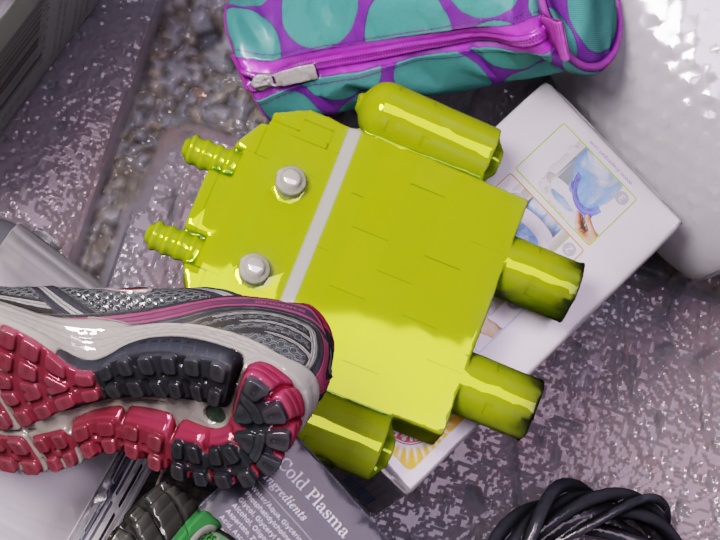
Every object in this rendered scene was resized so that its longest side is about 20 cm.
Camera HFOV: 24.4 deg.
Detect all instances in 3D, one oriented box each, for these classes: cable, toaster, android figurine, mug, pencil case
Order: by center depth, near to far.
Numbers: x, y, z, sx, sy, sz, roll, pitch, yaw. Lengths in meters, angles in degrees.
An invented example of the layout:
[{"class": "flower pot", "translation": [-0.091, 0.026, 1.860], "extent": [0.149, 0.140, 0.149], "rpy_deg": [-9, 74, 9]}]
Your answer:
[{"class": "android figurine", "translation": [0.000, 0.000, 0.779], "extent": [0.199, 0.041, 0.183], "rpy_deg": [24, 74, -1]}, {"class": "toaster", "translation": [-0.170, 0.085, 0.801], "extent": [0.129, 0.114, 0.201], "rpy_deg": [31, 72, -6]}, {"class": "pencil case", "translation": [0.029, -0.124, 0.850], "extent": [0.093, 0.199, 0.086], "rpy_deg": [-53, 127, -47]}, {"class": "cable", "translation": [0.114, 0.205, 0.864], "extent": [0.163, 0.051, 0.200], "rpy_deg": [40, 73, -1]}, {"class": "mug", "translation": [0.204, -0.096, 0.911], "extent": [0.199, 0.147, 0.176], "rpy_deg": [-14, 80, -46]}]

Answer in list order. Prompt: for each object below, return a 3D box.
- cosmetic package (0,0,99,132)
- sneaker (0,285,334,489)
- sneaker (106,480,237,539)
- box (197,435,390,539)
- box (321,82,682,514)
[{"class": "cosmetic package", "translation": [-0.234, -0.179, 0.815], "extent": [0.199, 0.165, 0.166], "rpy_deg": [34, 70, -3]}, {"class": "sneaker", "translation": [-0.106, 0.042, 0.706], "extent": [0.199, 0.081, 0.075], "rpy_deg": [8, 32, 20]}, {"class": "sneaker", "translation": [-0.098, 0.180, 0.605], "extent": [0.085, 0.078, 0.201], "rpy_deg": [35, 73, -2]}, {"class": "box", "translation": [-0.077, 0.179, 0.752], "extent": [0.182, 0.200, 0.104], "rpy_deg": [-43, 87, -16]}, {"class": "box", "translation": [0.050, 0.018, 0.858], "extent": [0.200, 0.113, 0.101], "rpy_deg": [-43, 86, -16]}]
